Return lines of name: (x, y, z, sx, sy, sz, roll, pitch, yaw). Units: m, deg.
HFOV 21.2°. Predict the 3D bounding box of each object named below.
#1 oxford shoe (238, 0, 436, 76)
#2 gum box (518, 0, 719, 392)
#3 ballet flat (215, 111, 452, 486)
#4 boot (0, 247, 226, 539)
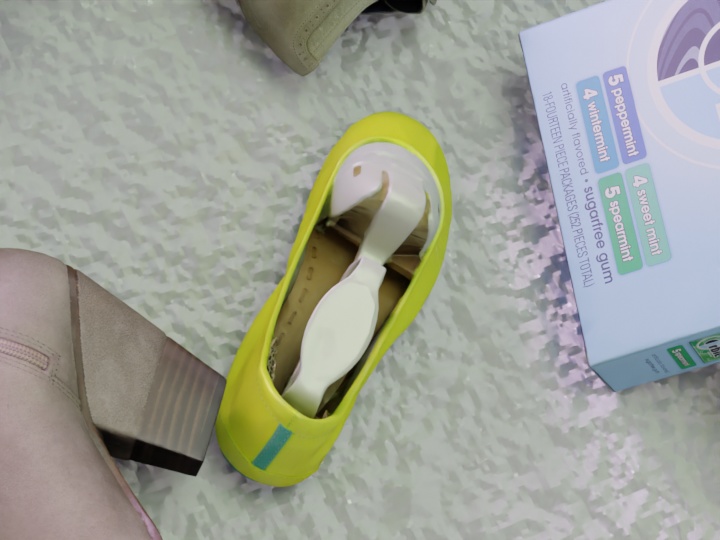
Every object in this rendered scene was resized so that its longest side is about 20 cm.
oxford shoe: (0.020, -0.160, 0.902, 0.199, 0.071, 0.074, -36, 99, -25)
gum box: (0.182, -0.057, 0.848, 0.198, 0.045, 0.172, -18, 64, 17)
ballet flat: (0.000, 0.000, 0.801, 0.066, 0.067, 0.201, 29, 56, -5)
boot: (-0.137, 0.085, 0.707, 0.145, 0.070, 0.202, 18, 57, -5)
